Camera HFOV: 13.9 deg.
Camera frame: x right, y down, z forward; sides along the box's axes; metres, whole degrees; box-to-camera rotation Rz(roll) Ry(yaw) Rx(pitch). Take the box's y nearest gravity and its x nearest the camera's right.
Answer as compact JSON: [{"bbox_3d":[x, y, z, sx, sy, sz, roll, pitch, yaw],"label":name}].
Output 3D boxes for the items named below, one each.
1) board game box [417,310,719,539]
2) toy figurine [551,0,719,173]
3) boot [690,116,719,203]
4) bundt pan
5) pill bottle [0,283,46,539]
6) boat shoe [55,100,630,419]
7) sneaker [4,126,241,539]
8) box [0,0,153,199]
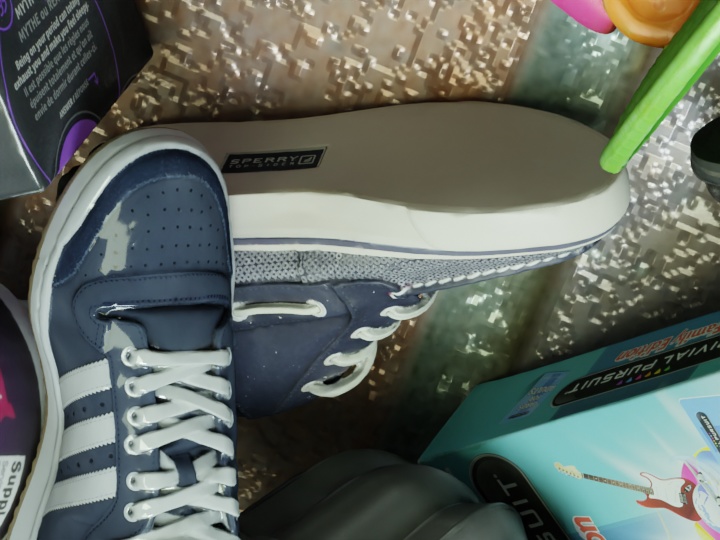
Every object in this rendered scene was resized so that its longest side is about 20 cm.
[{"bbox_3d":[0.136,0.088,0.979,0.200,0.047,0.151,-21,111,47],"label":"board game box"},{"bbox_3d":[0.069,-0.163,0.876,0.184,0.150,0.200,40,98,3],"label":"toy figurine"},{"bbox_3d":[0.196,0.039,0.967,0.199,0.069,0.175,12,120,9],"label":"boot"},{"bbox_3d":[0.034,0.142,1.017,0.202,0.076,0.202,38,155,22],"label":"bundt pan"},{"bbox_3d":[-0.171,0.050,0.987,0.111,0.200,0.112,-1,89,33],"label":"pill bottle"},{"bbox_3d":[0.000,0.000,1.004,0.199,0.075,0.093,1,124,23],"label":"boat shoe"},{"bbox_3d":[-0.062,0.063,0.935,0.070,0.108,0.200,0,114,-29],"label":"sneaker"},{"bbox_3d":[-0.160,-0.127,0.945,0.106,0.122,0.200,-10,113,20],"label":"box"}]
